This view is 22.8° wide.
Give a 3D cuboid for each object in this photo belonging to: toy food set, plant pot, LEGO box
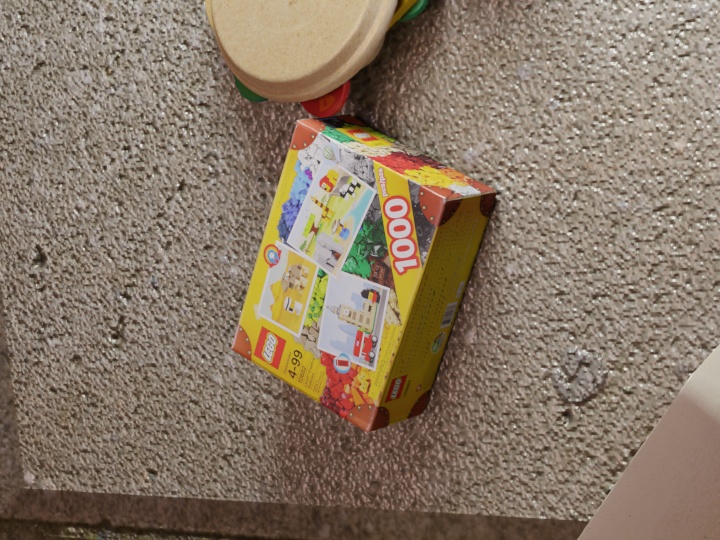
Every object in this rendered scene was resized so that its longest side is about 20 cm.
[{"bbox_3d":[-0.041,-0.220,1.389,0.200,0.049,0.198,-41,60,26],"label":"toy food set"},{"bbox_3d":[0.265,0.163,1.164,0.177,0.200,0.200,37,120,14],"label":"plant pot"},{"bbox_3d":[0.000,0.000,1.392,0.149,0.077,0.200,29,113,29],"label":"LEGO box"}]
